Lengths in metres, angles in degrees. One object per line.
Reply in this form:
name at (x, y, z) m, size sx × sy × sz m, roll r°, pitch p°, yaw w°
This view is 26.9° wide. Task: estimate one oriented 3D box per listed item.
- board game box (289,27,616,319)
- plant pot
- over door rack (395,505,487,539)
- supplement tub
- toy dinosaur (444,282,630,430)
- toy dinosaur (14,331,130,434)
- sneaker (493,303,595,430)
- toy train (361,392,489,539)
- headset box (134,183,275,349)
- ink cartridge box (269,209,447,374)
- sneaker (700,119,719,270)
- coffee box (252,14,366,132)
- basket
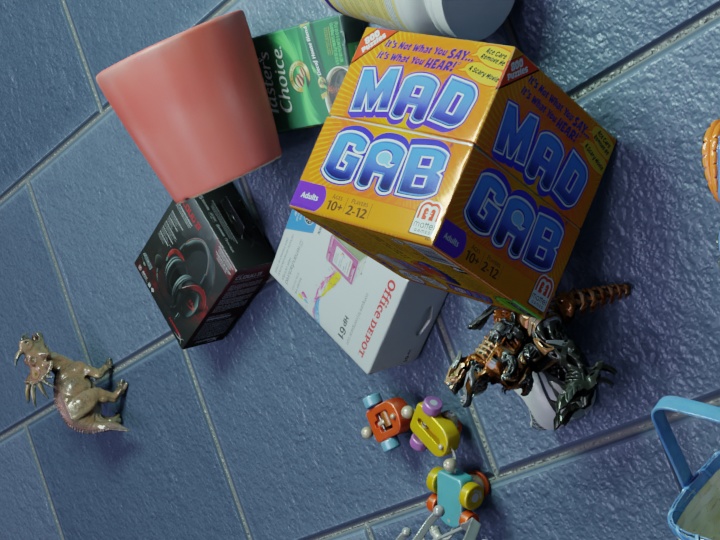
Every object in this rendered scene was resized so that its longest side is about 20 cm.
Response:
board game box at (0.093, -0.097, 1.493) m, size 0.199 × 0.199 × 0.202 m, roll 16°, pitch 80°, yaw 43°
plant pot at (-0.191, -0.187, 1.786) m, size 0.200 × 0.200 × 0.179 m, roll -17°, pitch 100°, yaw 48°
over door rack at (0.136, 0.322, 1.647) m, size 0.147 × 0.067 × 0.200 m, roll 38°, pitch 156°, yaw -10°
supplement tub at (0.054, -0.321, 1.570) m, size 0.199 × 0.145 × 0.147 m, roll 25°, pitch 118°, yaw 40°
toy dinosaur at (0.184, 0.077, 1.510) m, size 0.200 × 0.102 × 0.136 m, roll -41°, pitch 70°, yaw 16°
toy dinosaur at (-0.427, 0.186, 2.228) m, size 0.201 × 0.135 × 0.086 m, roll 53°, pitch 133°, yaw 23°
sneaker at (0.173, 0.073, 1.603) m, size 0.080 × 0.076 × 0.202 m, roll -34°, pitch 73°, yaw 56°
toy train at (0.082, 0.219, 1.753) m, size 0.150 × 0.055 × 0.201 m, roll -42°, pitch 69°, yaw 51°
headset box at (-0.201, -0.017, 1.976) m, size 0.149 × 0.075 × 0.200 m, roll 58°, pitch 135°, yaw 20°
ink cartridge box at (0.000, 0.000, 1.757) m, size 0.200 × 0.084 × 0.145 m, roll 43°, pitch 128°, yaw 30°
sneaker at (0.366, -0.044, 1.361) m, size 0.078 × 0.075 × 0.202 m, roll -13°, pitch 92°, yaw 44°
coffee box at (-0.065, -0.230, 1.797) m, size 0.199 × 0.044 × 0.124 m, roll -2°, pitch 99°, yaw 48°
basket at (0.360, 0.205, 1.365) m, size 0.175 × 0.139 × 0.201 m, roll 12°, pitch 139°, yaw 45°
